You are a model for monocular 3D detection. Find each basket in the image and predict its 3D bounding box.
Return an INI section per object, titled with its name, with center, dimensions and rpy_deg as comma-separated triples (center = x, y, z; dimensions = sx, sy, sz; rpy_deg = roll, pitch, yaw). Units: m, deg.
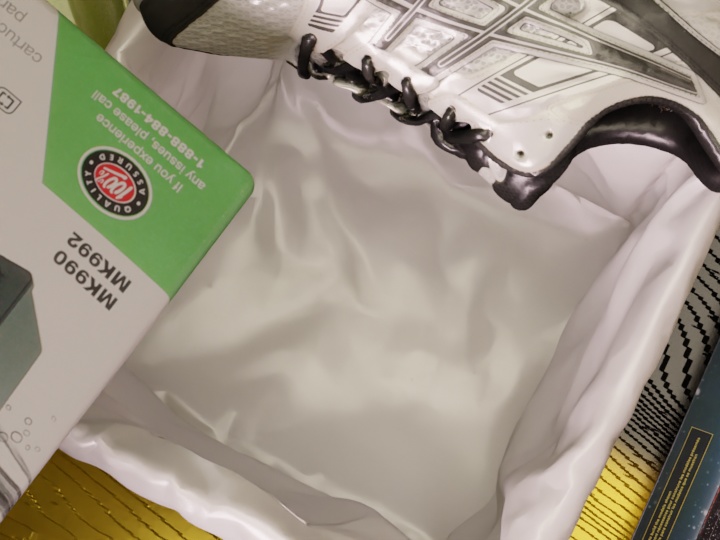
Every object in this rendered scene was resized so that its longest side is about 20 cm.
[basket]
center = 0.000, 0.000, 0.948
dimensions = 0.198, 0.161, 0.201
rpy_deg = 27, 84, 4

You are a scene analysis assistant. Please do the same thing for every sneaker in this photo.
[sneaker]
center = 0.031, -0.063, 0.841
dimensions = 0.199, 0.076, 0.088
rpy_deg = 2, 81, 0

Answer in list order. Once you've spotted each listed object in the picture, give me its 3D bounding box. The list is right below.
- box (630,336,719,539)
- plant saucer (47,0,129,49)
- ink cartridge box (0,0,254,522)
[box]
center = 0.186, 0.044, 0.969
dimensions = 0.136, 0.038, 0.201
rpy_deg = 20, 81, 38
[plant saucer]
center = -0.178, -0.069, 1.024
dimensions = 0.199, 0.031, 0.201
rpy_deg = 0, 82, 1
[ink cartridge box]
center = -0.146, 0.013, 0.773
dimensions = 0.146, 0.084, 0.200
rpy_deg = 40, 61, -8
